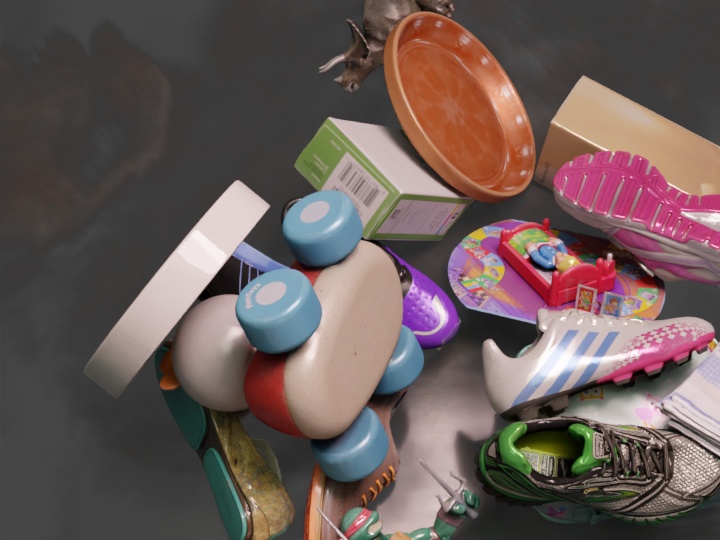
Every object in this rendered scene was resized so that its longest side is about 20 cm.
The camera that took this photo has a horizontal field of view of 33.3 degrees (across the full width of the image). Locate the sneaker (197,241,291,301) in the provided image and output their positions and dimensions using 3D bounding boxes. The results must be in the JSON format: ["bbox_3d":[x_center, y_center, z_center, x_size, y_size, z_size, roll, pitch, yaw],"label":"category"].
[{"bbox_3d":[-0.087,0.032,1.100,0.199,0.070,0.078,26,67,18],"label":"sneaker"}]

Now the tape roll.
[{"bbox_3d":[-0.148,0.015,0.978,0.037,0.203,0.203,39,65,-6],"label":"tape roll"}]

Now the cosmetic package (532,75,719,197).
[{"bbox_3d":[0.274,-0.090,1.156,0.199,0.105,0.071,30,63,14],"label":"cosmetic package"}]

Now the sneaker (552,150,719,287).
[{"bbox_3d":[0.263,-0.036,1.085,0.199,0.088,0.081,26,59,21],"label":"sneaker"}]

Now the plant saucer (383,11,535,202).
[{"bbox_3d":[0.094,-0.156,1.166,0.200,0.032,0.201,28,47,-35],"label":"plant saucer"}]

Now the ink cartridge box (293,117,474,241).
[{"bbox_3d":[0.038,-0.083,1.139,0.104,0.200,0.059,47,113,21],"label":"ink cartridge box"}]

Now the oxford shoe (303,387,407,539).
[{"bbox_3d":[-0.004,0.174,1.024,0.072,0.071,0.201,13,62,0],"label":"oxford shoe"}]

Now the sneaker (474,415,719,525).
[{"bbox_3d":[0.194,0.156,0.949,0.199,0.085,0.079,1,69,-5],"label":"sneaker"}]

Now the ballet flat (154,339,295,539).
[{"bbox_3d":[-0.115,0.144,1.043,0.070,0.071,0.201,-23,64,-14],"label":"ballet flat"}]

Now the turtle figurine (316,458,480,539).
[{"bbox_3d":[0.049,0.238,0.959,0.200,0.101,0.150,44,47,1],"label":"turtle figurine"}]

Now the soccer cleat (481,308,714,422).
[{"bbox_3d":[0.194,0.060,0.999,0.199,0.070,0.087,-19,77,-8],"label":"soccer cleat"}]

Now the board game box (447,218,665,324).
[{"bbox_3d":[0.181,-0.010,1.101,0.199,0.039,0.158,13,37,14],"label":"board game box"}]

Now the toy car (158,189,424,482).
[{"bbox_3d":[-0.079,0.053,0.989,0.199,0.185,0.177,-1,44,29],"label":"toy car"}]

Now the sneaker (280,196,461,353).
[{"bbox_3d":[-0.001,0.000,1.090,0.200,0.100,0.070,37,85,19],"label":"sneaker"}]

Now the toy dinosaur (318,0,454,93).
[{"bbox_3d":[0.042,-0.273,1.259,0.102,0.077,0.201,25,67,-4],"label":"toy dinosaur"}]

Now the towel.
[{"bbox_3d":[0.349,0.107,0.996,0.147,0.024,0.200,33,41,25],"label":"towel"}]

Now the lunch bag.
[{"bbox_3d":[0.226,0.138,1.049,0.199,0.077,0.161,-5,64,-5],"label":"lunch bag"}]
